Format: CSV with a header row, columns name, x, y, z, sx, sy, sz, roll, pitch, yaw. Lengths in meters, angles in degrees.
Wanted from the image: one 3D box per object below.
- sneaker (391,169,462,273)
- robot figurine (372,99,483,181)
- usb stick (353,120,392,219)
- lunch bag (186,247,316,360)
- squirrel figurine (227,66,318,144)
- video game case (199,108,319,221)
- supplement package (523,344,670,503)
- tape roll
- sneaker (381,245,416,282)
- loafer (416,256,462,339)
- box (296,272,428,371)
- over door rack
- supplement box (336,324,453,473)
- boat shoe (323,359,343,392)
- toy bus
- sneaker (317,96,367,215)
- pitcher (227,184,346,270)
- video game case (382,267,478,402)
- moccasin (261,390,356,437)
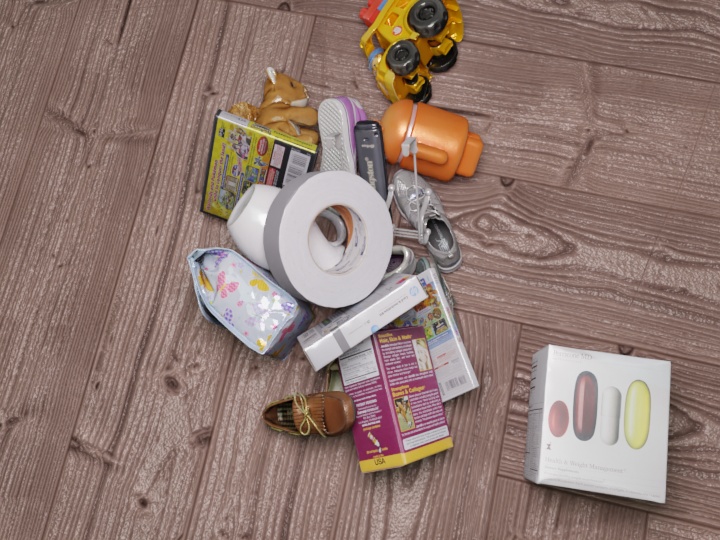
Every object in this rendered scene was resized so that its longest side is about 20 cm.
name,x,y,z,sx,sy,sz,roll,pitch,yaw
sneaker,0.121,-0.098,1.224,0.074,0.082,0.203,-31,76,-3
robot figurine,0.114,-0.228,1.231,0.195,0.117,0.147,17,63,-5
usb stick,0.023,-0.155,1.211,0.054,0.033,0.205,9,121,31
lunch bag,-0.189,0.050,1.171,0.199,0.170,0.128,40,86,10
squirrel figurine,-0.170,-0.266,1.264,0.194,0.142,0.192,-5,70,1
video game case,-0.176,-0.155,1.201,0.176,0.203,0.026,19,40,-3
supplement package,0.363,0.236,1.093,0.185,0.147,0.206,6,78,6
tape roll,-0.047,-0.049,1.074,0.196,0.066,0.207,-4,97,-30
sneaker,0.000,0.000,1.203,0.195,0.100,0.077,-22,78,1
loafer,0.139,0.077,1.198,0.061,0.072,0.206,-6,83,-17
box,-0.003,0.074,1.085,0.198,0.156,0.042,-34,96,-7
over door rack,0.038,-0.140,1.142,0.144,0.203,0.067,8,45,24
supplement box,0.051,0.200,1.115,0.102,0.129,0.206,-23,75,42
boat shoe,-0.022,0.161,1.179,0.073,0.074,0.206,5,77,6
toy bus,0.066,-0.419,1.289,0.190,0.136,0.202,31,83,24
sneaker,-0.019,-0.208,1.268,0.071,0.114,0.206,10,109,27
pitcher,-0.110,-0.066,1.156,0.198,0.120,0.174,36,43,-23
video game case,0.104,0.119,1.164,0.142,0.018,0.205,-32,71,39
moccasin,-0.084,0.226,1.113,0.198,0.076,0.076,-4,86,46
